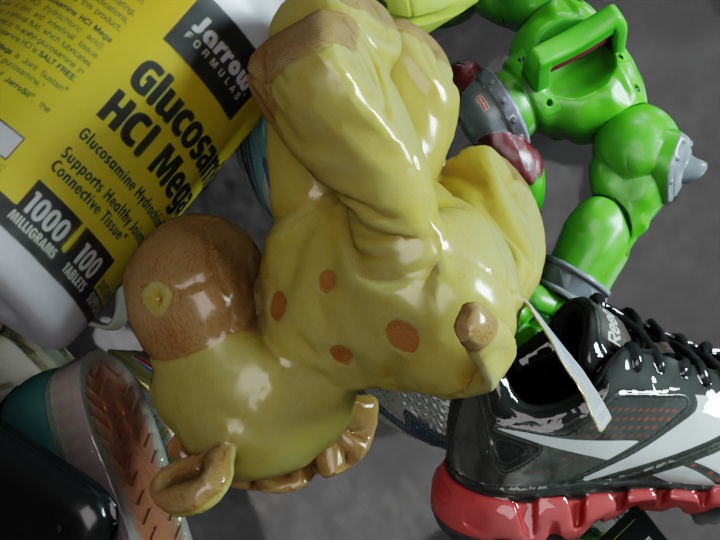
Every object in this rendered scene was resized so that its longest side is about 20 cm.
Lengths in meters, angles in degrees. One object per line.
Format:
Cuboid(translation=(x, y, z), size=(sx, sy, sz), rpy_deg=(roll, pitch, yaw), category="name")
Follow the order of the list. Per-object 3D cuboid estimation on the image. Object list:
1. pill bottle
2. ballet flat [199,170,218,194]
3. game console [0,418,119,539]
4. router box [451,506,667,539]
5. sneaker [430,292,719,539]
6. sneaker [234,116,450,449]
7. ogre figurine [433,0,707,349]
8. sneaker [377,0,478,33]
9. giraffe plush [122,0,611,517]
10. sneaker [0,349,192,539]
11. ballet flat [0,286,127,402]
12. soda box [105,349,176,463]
Cuboid(translation=(-0.101, -0.077, 0.767), size=(0.112, 0.113, 0.201), rpy_deg=(37, 76, 5), category="pill bottle")
Cuboid(translation=(-0.097, -0.131, 0.867), size=(0.071, 0.072, 0.202), rpy_deg=(-8, 121, 4), category="ballet flat")
Cuboid(translation=(-0.181, 0.132, 0.790), size=(0.175, 0.116, 0.202), rpy_deg=(29, 105, 18), category="game console")
Cuboid(translation=(0.071, 0.188, 0.805), size=(0.199, 0.051, 0.150), rpy_deg=(-35, 84, -34), category="router box")
Cuboid(translation=(0.125, 0.055, 0.782), size=(0.198, 0.071, 0.099), rpy_deg=(-9, 114, -10), category="sneaker")
Cuboid(translation=(0.000, 0.000, 0.845), size=(0.077, 0.086, 0.201), rpy_deg=(-33, 96, 1), category="sneaker")
Cuboid(translation=(0.071, -0.068, 0.840), size=(0.119, 0.098, 0.201), rpy_deg=(-32, 55, 4), category="ogre figurine")
Cuboid(translation=(0.012, -0.185, 0.848), size=(0.083, 0.074, 0.201), rpy_deg=(-16, 59, -10), category="sneaker")
Cuboid(translation=(-0.019, 0.011, 0.731), size=(0.161, 0.172, 0.201), rpy_deg=(-32, 73, 18), category="giraffe plush")
Cuboid(translation=(-0.113, 0.140, 0.792), size=(0.079, 0.071, 0.202), rpy_deg=(-25, 68, 23), category="sneaker")
Cuboid(translation=(-0.140, 0.013, 0.856), size=(0.072, 0.068, 0.201), rpy_deg=(40, 102, 22), category="ballet flat")
Cuboid(translation=(-0.143, 0.135, 0.868), size=(0.064, 0.068, 0.201), rpy_deg=(37, 91, 5), category="soda box")
